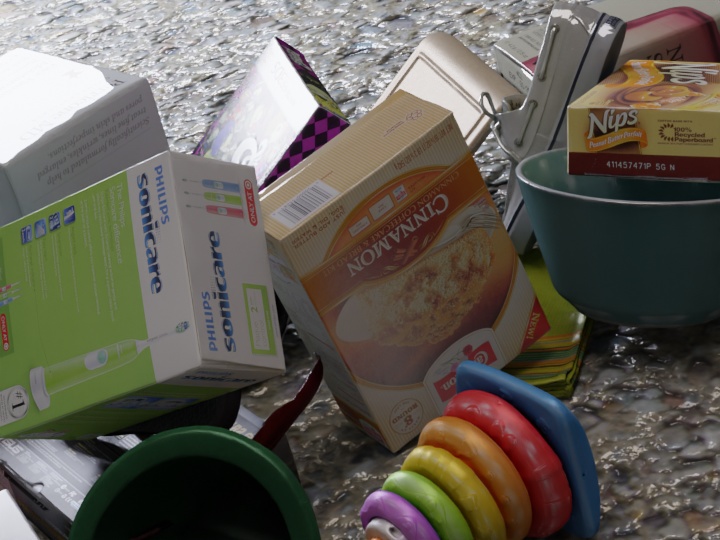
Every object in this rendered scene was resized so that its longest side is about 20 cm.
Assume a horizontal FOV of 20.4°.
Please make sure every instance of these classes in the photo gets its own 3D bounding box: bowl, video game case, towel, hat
[{"bbox_3d":[0.213,-0.024,1.459,0.200,0.105,0.201,-2,16,0],"label":"bowl"},{"bbox_3d":[-0.095,-0.069,1.552,0.200,0.036,0.181,-53,24,12],"label":"video game case"},{"bbox_3d":[0.135,0.034,1.514,0.086,0.018,0.200,-3,31,20],"label":"towel"},{"bbox_3d":[-0.075,0.179,1.317,0.200,0.166,0.176,-42,-12,9],"label":"hat"}]

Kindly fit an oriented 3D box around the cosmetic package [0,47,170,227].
[{"bbox_3d":[-0.281,-0.077,1.757,0.200,0.166,0.165,16,43,43],"label":"cosmetic package"}]

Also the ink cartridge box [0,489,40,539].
[{"bbox_3d":[-0.330,0.213,1.398,0.199,0.045,0.176,-25,31,-17],"label":"ink cartridge box"}]

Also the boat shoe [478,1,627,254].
[{"bbox_3d":[0.133,-0.116,1.565,0.086,0.203,0.075,25,23,14],"label":"boat shoe"}]

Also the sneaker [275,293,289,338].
[{"bbox_3d":[-0.082,0.017,1.596,0.071,0.083,0.201,15,63,5],"label":"sneaker"}]

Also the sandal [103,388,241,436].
[{"bbox_3d":[-0.157,0.087,1.426,0.200,0.076,0.043,11,-1,40],"label":"sandal"}]

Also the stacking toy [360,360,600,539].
[{"bbox_3d":[0.045,0.157,1.248,0.200,0.116,0.110,-36,35,-27],"label":"stacking toy"}]

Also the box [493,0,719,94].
[{"bbox_3d":[0.230,-0.152,1.681,0.199,0.128,0.109,-22,29,-10],"label":"box"}]

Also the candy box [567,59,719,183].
[{"bbox_3d":[0.232,-0.113,1.480,0.115,0.056,0.200,5,16,20],"label":"candy box"}]

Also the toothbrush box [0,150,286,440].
[{"bbox_3d":[-0.158,0.022,1.348,0.200,0.146,0.086,-22,-19,38],"label":"toothbrush box"}]

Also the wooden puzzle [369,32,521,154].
[{"bbox_3d":[0.043,-0.100,1.711,0.200,0.037,0.185,-49,30,6],"label":"wooden puzzle"}]

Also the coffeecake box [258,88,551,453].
[{"bbox_3d":[0.026,0.001,1.410,0.153,0.200,0.073,-37,33,-15],"label":"coffeecake box"}]

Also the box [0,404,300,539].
[{"bbox_3d":[-0.162,0.139,1.442,0.158,0.048,0.200,-29,31,-25],"label":"box"}]
